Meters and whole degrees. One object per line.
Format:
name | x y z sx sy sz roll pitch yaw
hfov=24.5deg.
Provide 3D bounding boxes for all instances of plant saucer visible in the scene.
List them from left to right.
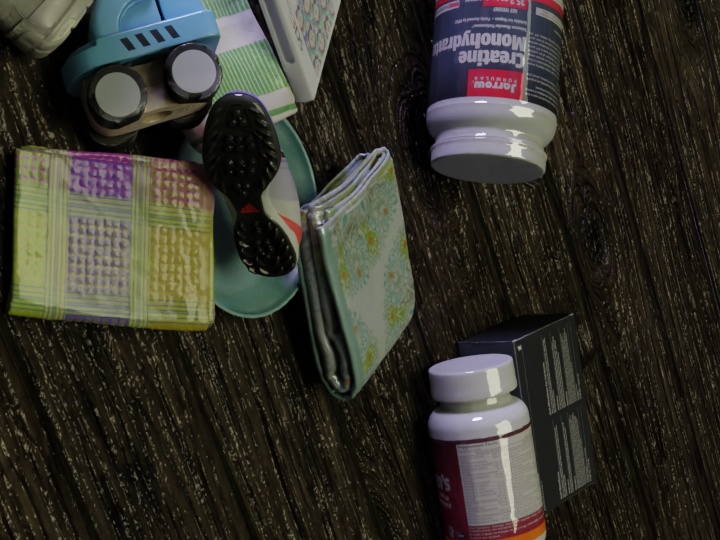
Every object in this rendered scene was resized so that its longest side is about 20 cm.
plant saucer | -0.113 -0.057 1.509 0.199 0.036 0.202 5 84 -52

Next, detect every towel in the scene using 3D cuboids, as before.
towel | -0.200 -0.024 1.370 0.199 0.023 0.145 4 84 -39
towel | -0.140 -0.212 1.461 0.152 0.023 0.201 -30 98 -49
towel | 0.000 0.000 1.608 0.171 0.048 0.201 -46 133 -53

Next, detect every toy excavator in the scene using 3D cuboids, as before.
toy excavator | -0.164 -0.222 1.365 0.193 0.100 0.201 -18 85 -14

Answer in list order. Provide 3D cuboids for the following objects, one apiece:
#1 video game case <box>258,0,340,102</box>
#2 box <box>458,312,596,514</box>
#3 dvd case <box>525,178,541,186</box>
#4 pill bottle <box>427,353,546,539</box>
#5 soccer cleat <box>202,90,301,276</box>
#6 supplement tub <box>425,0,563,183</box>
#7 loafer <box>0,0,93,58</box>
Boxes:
video game case | -0.057 -0.290 1.539 0.183 0.024 0.201 70 24 -44
box | 0.188 0.161 1.858 0.141 0.078 0.202 -19 103 -55
dvd case | 0.172 -0.211 1.914 0.148 0.016 0.202 18 73 -52
pill bottle | 0.130 0.196 1.751 0.109 0.109 0.202 -18 101 -52
soccer cleat | -0.090 -0.085 1.435 0.073 0.068 0.201 -82 165 -44
supplement tub | 0.143 -0.205 1.772 0.140 0.140 0.202 18 73 -51
loafer | -0.230 -0.261 1.339 0.070 0.070 0.201 39 56 -20
